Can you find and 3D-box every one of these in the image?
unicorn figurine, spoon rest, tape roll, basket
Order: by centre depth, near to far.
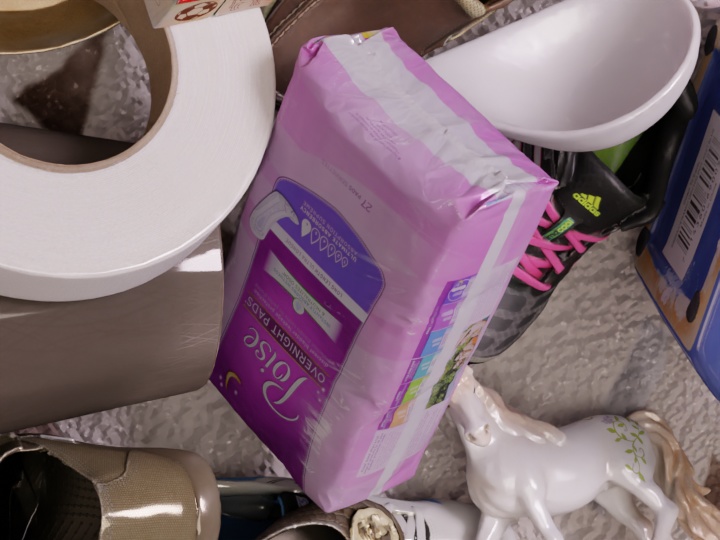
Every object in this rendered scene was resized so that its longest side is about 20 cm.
[{"bbox_3d":[-0.136,-0.087,0.905,0.201,0.037,0.204,8,70,-21],"label":"tape roll"},{"bbox_3d":[-0.171,0.004,0.950,0.199,0.136,0.182,-1,77,-19],"label":"basket"},{"bbox_3d":[0.067,-0.079,0.982,0.199,0.100,0.061,-23,131,22],"label":"spoon rest"},{"bbox_3d":[0.097,0.107,1.059,0.199,0.074,0.138,3,67,-49],"label":"unicorn figurine"}]

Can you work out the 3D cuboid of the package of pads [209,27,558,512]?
[{"bbox_3d":[0.000,0.000,0.955,0.075,0.121,0.201,-19,145,-40],"label":"package of pads"}]

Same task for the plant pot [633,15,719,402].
[{"bbox_3d":[0.246,-0.022,1.012,0.179,0.200,0.201,14,108,-10],"label":"plant pot"}]

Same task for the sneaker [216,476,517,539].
[{"bbox_3d":[-0.013,0.140,1.049,0.199,0.073,0.072,3,66,-14],"label":"sneaker"}]

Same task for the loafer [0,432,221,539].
[{"bbox_3d":[-0.154,0.108,0.959,0.067,0.199,0.077,13,72,-51],"label":"loafer"}]

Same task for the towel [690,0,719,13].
[{"bbox_3d":[0.163,-0.226,0.973,0.199,0.032,0.192,10,104,-54],"label":"towel"}]

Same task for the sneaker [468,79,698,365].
[{"bbox_3d":[0.099,-0.035,1.031,0.074,0.087,0.200,35,94,-20],"label":"sneaker"}]

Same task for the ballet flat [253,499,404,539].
[{"bbox_3d":[-0.049,0.153,0.959,0.199,0.046,0.068,-16,82,-39],"label":"ballet flat"}]

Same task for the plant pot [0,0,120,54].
[{"bbox_3d":[-0.162,-0.201,0.956,0.199,0.027,0.202,-3,104,-14],"label":"plant pot"}]

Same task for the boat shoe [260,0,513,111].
[{"bbox_3d":[0.033,-0.142,0.995,0.202,0.075,0.075,-37,109,-3],"label":"boat shoe"}]

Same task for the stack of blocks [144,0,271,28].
[{"bbox_3d":[-0.077,-0.220,0.887,0.058,0.115,0.201,-15,81,-27],"label":"stack of blocks"}]
